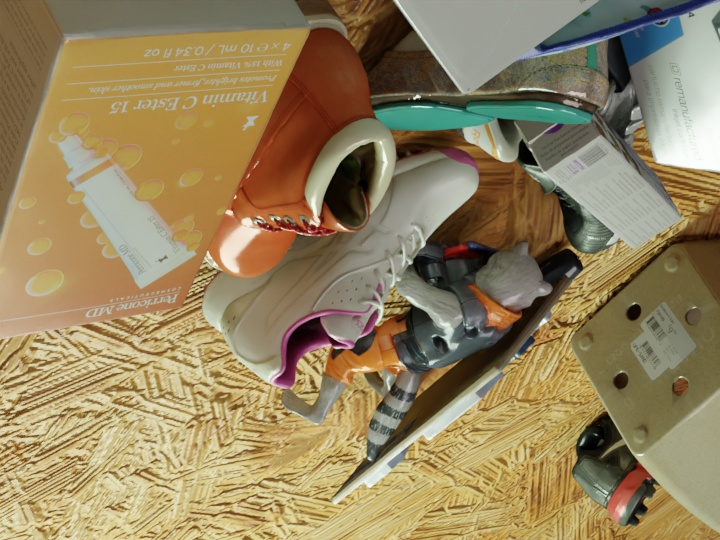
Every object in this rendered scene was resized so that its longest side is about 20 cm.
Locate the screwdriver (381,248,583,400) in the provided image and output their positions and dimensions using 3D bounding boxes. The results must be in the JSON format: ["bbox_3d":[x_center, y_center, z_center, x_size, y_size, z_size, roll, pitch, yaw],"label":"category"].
[{"bbox_3d":[0.095,0.050,1.218,0.200,0.029,0.028,-42,150,16],"label":"screwdriver"}]

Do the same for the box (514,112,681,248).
[{"bbox_3d":[0.147,-0.059,0.929,0.041,0.039,0.200,-33,157,16],"label":"box"}]

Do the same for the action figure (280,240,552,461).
[{"bbox_3d":[0.064,0.047,1.110,0.200,0.105,0.193,7,142,-48],"label":"action figure"}]

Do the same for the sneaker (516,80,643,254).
[{"bbox_3d":[0.141,-0.077,1.029,0.090,0.066,0.200,-20,146,-15],"label":"sneaker"}]

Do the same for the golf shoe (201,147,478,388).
[{"bbox_3d":[0.000,0.000,0.980,0.200,0.092,0.075,-34,150,0],"label":"golf shoe"}]

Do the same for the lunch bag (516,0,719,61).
[{"bbox_3d":[0.118,-0.177,0.713,0.200,0.170,0.127,-36,109,3],"label":"lunch bag"}]

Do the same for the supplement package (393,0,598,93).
[{"bbox_3d":[0.028,-0.207,0.564,0.152,0.200,0.151,-35,152,7],"label":"supplement package"}]

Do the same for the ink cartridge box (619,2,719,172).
[{"bbox_3d":[0.243,-0.124,0.811,0.086,0.200,0.147,-44,128,-28],"label":"ink cartridge box"}]

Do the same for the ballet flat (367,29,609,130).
[{"bbox_3d":[0.064,-0.112,0.841,0.068,0.200,0.067,10,87,-38],"label":"ballet flat"}]

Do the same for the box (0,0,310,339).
[{"bbox_3d":[-0.128,-0.071,0.733,0.124,0.098,0.200,-10,145,-35],"label":"box"}]

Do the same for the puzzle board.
[{"bbox_3d":[0.070,0.093,1.157,0.200,0.017,0.151,-44,180,37],"label":"puzzle board"}]

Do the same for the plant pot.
[{"bbox_3d":[0.302,0.087,1.327,0.177,0.200,0.200,20,123,-42],"label":"plant pot"}]

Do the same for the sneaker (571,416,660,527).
[{"bbox_3d":[0.276,0.179,1.558,0.200,0.098,0.071,-33,150,-53],"label":"sneaker"}]

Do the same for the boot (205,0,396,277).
[{"bbox_3d":[-0.040,-0.043,0.857,0.075,0.107,0.200,-16,150,-30],"label":"boot"}]

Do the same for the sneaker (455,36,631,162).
[{"bbox_3d":[0.138,-0.141,0.907,0.200,0.079,0.078,-40,150,10],"label":"sneaker"}]
